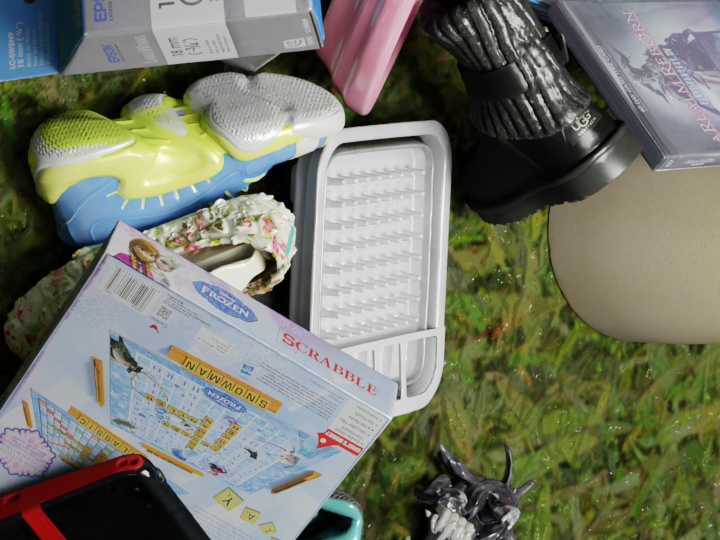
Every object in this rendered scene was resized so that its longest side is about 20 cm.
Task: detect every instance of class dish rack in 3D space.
[{"bbox_3d":[0.000,0.000,1.652,0.172,0.044,0.200,-10,106,-57],"label":"dish rack"}]

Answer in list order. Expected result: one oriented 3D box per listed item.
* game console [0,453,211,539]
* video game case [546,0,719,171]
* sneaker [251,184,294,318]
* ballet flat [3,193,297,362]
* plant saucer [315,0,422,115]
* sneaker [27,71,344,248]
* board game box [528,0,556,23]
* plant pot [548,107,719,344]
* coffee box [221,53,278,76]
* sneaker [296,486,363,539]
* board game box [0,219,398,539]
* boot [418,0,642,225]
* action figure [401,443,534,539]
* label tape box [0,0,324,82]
[{"bbox_3d":[-0.155,0.208,1.555,0.200,0.177,0.031,55,25,-28],"label":"game console"},{"bbox_3d":[0.234,-0.130,1.689,0.200,0.143,0.019,-5,144,-42],"label":"video game case"},{"bbox_3d":[-0.107,0.026,1.607,0.200,0.060,0.104,-24,113,-33],"label":"sneaker"},{"bbox_3d":[-0.131,0.013,1.531,0.200,0.064,0.076,-27,124,7],"label":"ballet flat"},{"bbox_3d":[0.023,-0.200,1.589,0.051,0.201,0.201,25,84,1],"label":"plant saucer"},{"bbox_3d":[-0.108,-0.061,1.567,0.200,0.076,0.105,-7,126,-8],"label":"sneaker"},{"bbox_3d":[0.170,-0.266,1.723,0.196,0.056,0.200,20,88,-40],"label":"board game box"},{"bbox_3d":[0.268,-0.024,1.757,0.187,0.200,0.187,-7,103,-33],"label":"plant pot"},{"bbox_3d":[-0.044,-0.231,1.554,0.080,0.113,0.200,31,81,-10],"label":"coffee box"},{"bbox_3d":[-0.085,0.172,1.626,0.200,0.091,0.078,-16,106,-30],"label":"sneaker"},{"bbox_3d":[-0.113,0.097,1.512,0.200,0.041,0.200,32,120,-10],"label":"board game box"},{"bbox_3d":[0.089,-0.118,1.641,0.158,0.211,0.079,48,69,-10],"label":"boot"},{"bbox_3d":[0.059,0.206,1.723,0.200,0.102,0.119,-42,117,-16],"label":"action figure"},{"bbox_3d":[-0.127,-0.196,1.454,0.200,0.063,0.144,-6,75,5],"label":"label tape box"}]
